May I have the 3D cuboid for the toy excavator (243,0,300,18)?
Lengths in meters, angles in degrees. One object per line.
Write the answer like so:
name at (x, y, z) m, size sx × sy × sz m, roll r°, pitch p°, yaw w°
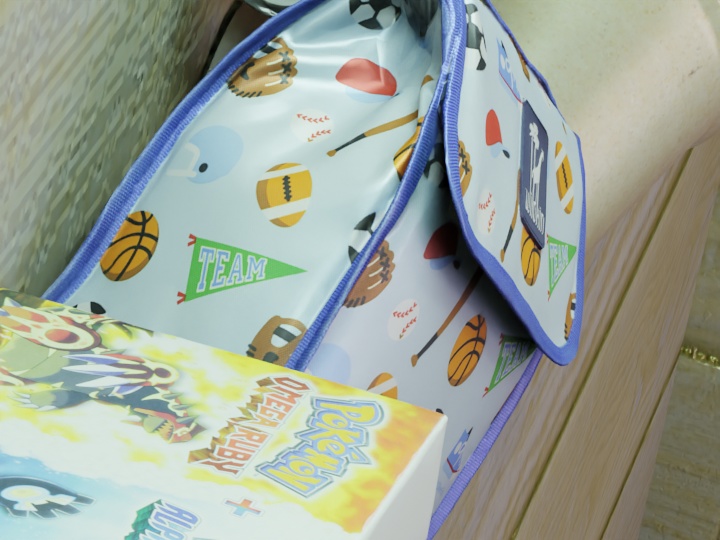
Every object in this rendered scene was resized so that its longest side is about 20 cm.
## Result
toy excavator at (0.057, -0.185, 1.035) m, size 0.100 × 0.199 × 0.195 m, roll -36°, pitch 125°, yaw -71°

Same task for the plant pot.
plant pot at (0.062, -0.078, 1.285) m, size 0.184 × 0.200 × 0.201 m, roll -53°, pitch 160°, yaw -29°

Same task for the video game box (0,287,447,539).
video game box at (-0.091, 0.066, 0.725) m, size 0.200 × 0.181 × 0.047 m, roll -50°, pitch 155°, yaw -64°

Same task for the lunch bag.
lunch bag at (0.000, 0.000, 1.035) m, size 0.200 × 0.124 × 0.170 m, roll -57°, pitch 153°, yaw -7°

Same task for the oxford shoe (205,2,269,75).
oxford shoe at (-0.044, -0.004, 1.130) m, size 0.071 × 0.071 × 0.201 m, roll 56°, pitch 53°, yaw -78°
